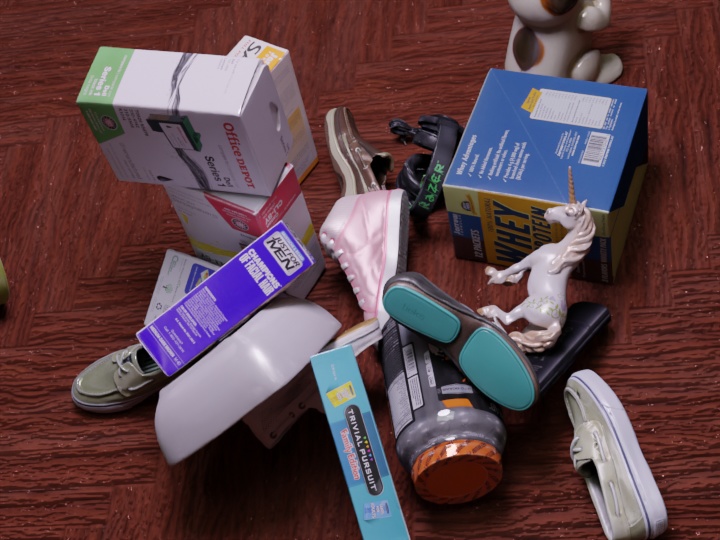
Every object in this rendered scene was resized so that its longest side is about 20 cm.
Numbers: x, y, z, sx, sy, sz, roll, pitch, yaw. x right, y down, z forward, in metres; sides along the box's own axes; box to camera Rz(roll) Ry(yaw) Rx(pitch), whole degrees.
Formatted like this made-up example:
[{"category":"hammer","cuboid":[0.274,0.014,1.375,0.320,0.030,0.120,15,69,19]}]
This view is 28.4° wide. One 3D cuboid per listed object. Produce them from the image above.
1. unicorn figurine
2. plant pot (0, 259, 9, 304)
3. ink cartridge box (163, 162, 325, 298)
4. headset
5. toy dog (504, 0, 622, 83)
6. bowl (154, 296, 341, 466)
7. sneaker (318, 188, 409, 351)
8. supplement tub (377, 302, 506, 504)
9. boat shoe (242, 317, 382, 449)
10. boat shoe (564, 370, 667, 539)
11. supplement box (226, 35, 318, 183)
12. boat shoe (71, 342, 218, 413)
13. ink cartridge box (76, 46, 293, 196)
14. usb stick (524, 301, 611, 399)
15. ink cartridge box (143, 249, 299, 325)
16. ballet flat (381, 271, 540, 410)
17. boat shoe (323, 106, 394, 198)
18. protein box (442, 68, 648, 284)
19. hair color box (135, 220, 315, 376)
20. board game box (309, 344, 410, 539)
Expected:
[{"category":"unicorn figurine","cuboid":[0.200,0.007,1.579,0.136,0.074,0.202,-18,62,36]},{"category":"plant pot","cuboid":[-0.545,0.014,1.758,0.191,0.202,0.201,-23,49,-22]},{"category":"ink cartridge box","cuboid":[-0.136,-0.055,1.700,0.144,0.201,0.084,21,61,26]},{"category":"headset","cuboid":[0.076,-0.144,1.780,0.093,0.125,0.200,19,23,-5]},{"category":"toy dog","cuboid":[0.236,-0.324,1.831,0.193,0.201,0.140,-33,52,-15]},{"category":"bowl","cuboid":[-0.131,0.108,1.537,0.199,0.075,0.200,-38,2,27]},{"category":"sneaker","cuboid":[0.000,0.000,1.688,0.103,0.075,0.203,0,70,12]},{"category":"supplement tub","cuboid":[0.090,0.142,1.542,0.121,0.123,0.202,-12,51,3]},{"category":"boat shoe","cuboid":[-0.044,0.128,1.589,0.199,0.071,0.070,-38,84,21]},{"category":"boat shoe","cuboid":[0.254,0.191,1.487,0.061,0.072,0.201,-13,52,-13]},{"category":"supplement box","cuboid":[-0.132,-0.175,1.794,0.073,0.201,0.126,23,59,27]},{"category":"boat shoe","cuboid":[-0.255,0.110,1.664,0.198,0.062,0.073,-19,59,12]},{"category":"ink cartridge box","cuboid":[-0.190,-0.164,1.574,0.198,0.147,0.085,7,58,19]},{"category":"usb stick","cuboid":[0.215,0.090,1.568,0.055,0.033,0.200,5,28,35]},{"category":"ink cartridge box","cuboid":[-0.159,0.051,1.696,0.198,0.039,0.100,20,92,26]},{"category":"ballet flat","cuboid":[0.112,0.065,1.489,0.199,0.068,0.068,40,26,3]},{"category":"boat shoe","cuboid":[0.009,-0.128,1.805,0.074,0.075,0.204,-22,60,14]},{"category":"protein box","cuboid":[0.227,-0.116,1.709,0.198,0.136,0.200,10,55,20]},{"category":"hair color box","cuboid":[-0.144,0.029,1.557,0.199,0.109,0.065,-39,91,0]},{"category":"board game box","cuboid":[-0.001,0.183,1.456,0.046,0.151,0.202,-16,84,-3]}]
